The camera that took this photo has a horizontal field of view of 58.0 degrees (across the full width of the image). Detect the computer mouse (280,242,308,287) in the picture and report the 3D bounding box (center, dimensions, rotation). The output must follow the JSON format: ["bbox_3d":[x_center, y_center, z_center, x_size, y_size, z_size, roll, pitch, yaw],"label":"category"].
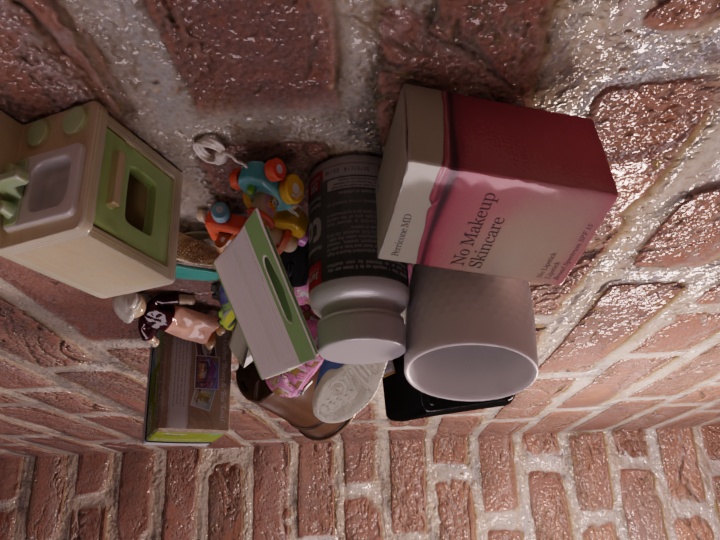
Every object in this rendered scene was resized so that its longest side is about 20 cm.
[{"bbox_3d":[-0.092,0.026,0.799,0.057,0.206,0.034,7,150,-7],"label":"computer mouse"}]

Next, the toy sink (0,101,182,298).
[{"bbox_3d":[-0.272,-0.073,0.632,0.109,0.135,0.200,-10,156,19],"label":"toy sink"}]

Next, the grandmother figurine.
[{"bbox_3d":[-0.326,0.079,1.091,0.198,0.061,0.123,28,103,-43],"label":"grandmother figurine"}]

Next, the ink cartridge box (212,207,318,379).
[{"bbox_3d":[-0.087,0.027,0.662,0.047,0.149,0.199,-21,176,-29],"label":"ink cartridge box"}]

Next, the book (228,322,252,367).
[{"bbox_3d":[-0.143,0.077,1.056,0.132,0.048,0.201,-35,171,-25],"label":"book"}]

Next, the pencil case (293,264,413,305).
[{"bbox_3d":[0.000,0.000,0.895,0.193,0.085,0.088,-1,139,-2],"label":"pencil case"}]

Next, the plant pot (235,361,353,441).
[{"bbox_3d":[-0.125,0.205,1.259,0.196,0.206,0.197,-17,147,33],"label":"plant pot"}]

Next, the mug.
[{"bbox_3d":[0.133,0.047,0.753,0.144,0.180,0.200,-13,144,25],"label":"mug"}]

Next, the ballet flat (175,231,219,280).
[{"bbox_3d":[-0.177,-0.014,0.867,0.195,0.067,0.070,16,152,-32],"label":"ballet flat"}]

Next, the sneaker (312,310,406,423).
[{"bbox_3d":[-0.009,0.089,0.835,0.075,0.112,0.204,17,111,-21],"label":"sneaker"}]

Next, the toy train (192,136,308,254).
[{"bbox_3d":[-0.132,-0.061,0.735,0.145,0.057,0.201,13,155,1],"label":"toy train"}]

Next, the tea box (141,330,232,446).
[{"bbox_3d":[-0.328,0.215,1.230,0.130,0.207,0.196,8,155,-25],"label":"tea box"}]

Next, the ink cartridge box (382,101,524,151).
[{"bbox_3d":[0.133,-0.106,0.730,0.156,0.048,0.201,-12,140,25],"label":"ink cartridge box"}]

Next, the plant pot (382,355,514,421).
[{"bbox_3d":[0.131,0.120,0.957,0.192,0.208,0.177,-7,178,-5],"label":"plant pot"}]

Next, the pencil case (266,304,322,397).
[{"bbox_3d":[-0.092,0.124,1.007,0.084,0.085,0.201,22,142,-9],"label":"pencil case"}]

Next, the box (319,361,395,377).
[{"bbox_3d":[-0.024,0.103,1.015,0.040,0.123,0.198,-15,-177,-28],"label":"box"}]

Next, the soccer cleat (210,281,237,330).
[{"bbox_3d":[-0.183,0.051,1.021,0.081,0.067,0.201,8,156,-1],"label":"soccer cleat"}]

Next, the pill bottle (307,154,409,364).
[{"bbox_3d":[-0.003,-0.010,0.713,0.110,0.207,0.114,-2,158,-1],"label":"pill bottle"}]

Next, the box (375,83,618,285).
[{"bbox_3d":[0.119,-0.078,0.621,0.193,0.111,0.130,7,139,-8],"label":"box"}]
